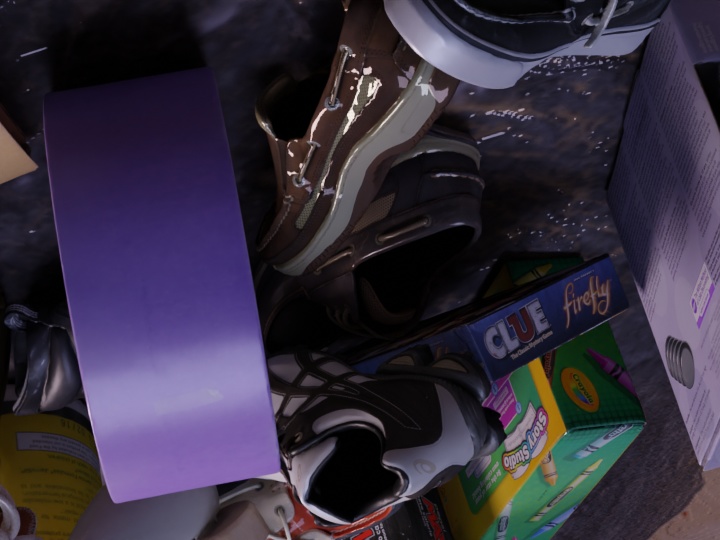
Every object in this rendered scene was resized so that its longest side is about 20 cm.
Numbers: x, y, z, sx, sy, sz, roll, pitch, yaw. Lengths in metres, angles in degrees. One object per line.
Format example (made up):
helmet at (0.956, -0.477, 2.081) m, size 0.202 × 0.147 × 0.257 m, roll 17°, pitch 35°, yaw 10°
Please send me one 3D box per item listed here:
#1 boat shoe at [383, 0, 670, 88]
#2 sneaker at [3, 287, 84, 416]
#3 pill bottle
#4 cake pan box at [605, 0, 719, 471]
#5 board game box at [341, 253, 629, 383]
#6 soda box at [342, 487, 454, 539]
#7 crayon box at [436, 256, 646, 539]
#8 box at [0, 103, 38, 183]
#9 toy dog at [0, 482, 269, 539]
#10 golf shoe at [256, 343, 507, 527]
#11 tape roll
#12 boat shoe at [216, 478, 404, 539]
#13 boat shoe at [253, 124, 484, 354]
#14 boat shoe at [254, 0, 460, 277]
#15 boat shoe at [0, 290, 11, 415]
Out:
boat shoe at (0.090, -0.132, 0.903) m, size 0.198 × 0.074 × 0.068 m, roll -8°, pitch 148°, yaw -48°
sneaker at (-0.141, 0.061, 1.161) m, size 0.113 × 0.076 × 0.201 m, roll -10°, pitch 146°, yaw 3°
pill bottle at (-0.203, 0.179, 1.196) m, size 0.110 × 0.201 × 0.112 m, roll -10°, pitch 148°, yaw -6°
cake pan box at (0.188, -0.025, 1.038) m, size 0.052 × 0.185 × 0.201 m, roll -11°, pitch 147°, yaw -10°
board game box at (0.037, 0.050, 1.132) m, size 0.199 × 0.035 × 0.135 m, roll -22°, pitch -178°, yaw 43°
soda box at (0.016, 0.168, 1.252) m, size 0.070 × 0.202 × 0.063 m, roll -26°, pitch 159°, yaw 21°
crayon box at (0.096, 0.097, 1.248) m, size 0.058 × 0.120 × 0.200 m, roll -3°, pitch 147°, yaw -25°
box at (-0.260, -0.037, 0.931) m, size 0.198 × 0.021 × 0.164 m, roll -22°, pitch 169°, yaw -2°
toy dog at (-0.154, 0.159, 1.113) m, size 0.198 × 0.133 × 0.096 m, roll -15°, pitch 180°, yaw -21°
golf shoe at (-0.023, 0.088, 1.041) m, size 0.199 × 0.078 × 0.094 m, roll -13°, pitch -161°, yaw 44°
tape roll at (-0.096, 0.007, 0.968) m, size 0.084 × 0.201 × 0.201 m, roll -10°, pitch 148°, yaw -5°
boat shoe at (-0.056, 0.151, 1.208) m, size 0.199 × 0.063 × 0.071 m, roll -16°, pitch 118°, yaw 33°
boat shoe at (0.000, 0.000, 1.111) m, size 0.074 × 0.074 × 0.200 m, roll 9°, pitch 142°, yaw -30°
boat shoe at (-0.019, -0.074, 1.011) m, size 0.074 × 0.075 × 0.203 m, roll 25°, pitch 138°, yaw -12°
boat shoe at (-0.232, 0.037, 1.099) m, size 0.066 × 0.075 × 0.201 m, roll 3°, pitch 145°, yaw -2°
